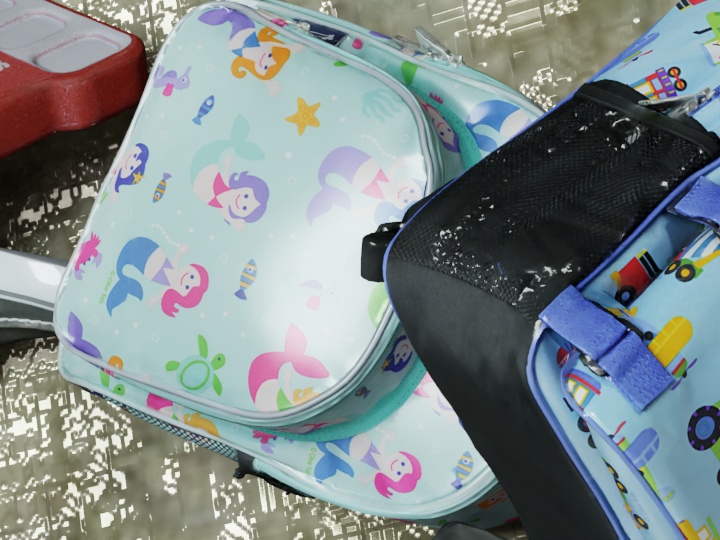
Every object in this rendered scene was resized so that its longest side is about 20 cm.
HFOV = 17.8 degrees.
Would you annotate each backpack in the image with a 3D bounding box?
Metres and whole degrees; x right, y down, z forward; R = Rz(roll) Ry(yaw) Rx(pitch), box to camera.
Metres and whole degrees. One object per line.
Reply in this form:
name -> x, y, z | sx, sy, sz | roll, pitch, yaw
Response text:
backpack -> 0.000, 0.000, 0.846 | 0.200, 0.151, 0.178 | 24, 90, 22
backpack -> 0.131, 0.007, 0.732 | 0.200, 0.183, 0.135 | -41, 33, -16

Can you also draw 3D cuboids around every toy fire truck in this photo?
toy fire truck -> -0.205, -0.079, 0.950 | 0.200, 0.168, 0.112 | 25, 131, 42

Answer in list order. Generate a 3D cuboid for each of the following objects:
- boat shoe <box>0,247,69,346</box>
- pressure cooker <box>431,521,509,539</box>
boat shoe -> -0.180, 0.016, 0.970 | 0.200, 0.069, 0.057 | 6, 87, 32
pressure cooker -> 0.008, 0.188, 0.780 | 0.176, 0.200, 0.179 | -23, 95, 1
